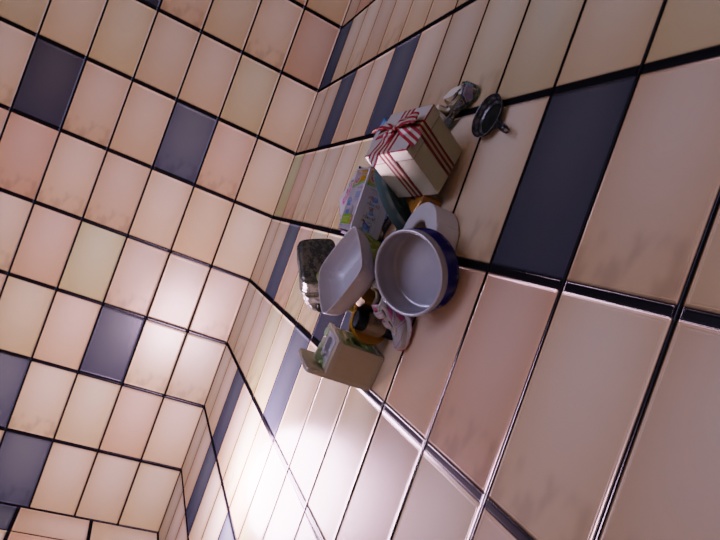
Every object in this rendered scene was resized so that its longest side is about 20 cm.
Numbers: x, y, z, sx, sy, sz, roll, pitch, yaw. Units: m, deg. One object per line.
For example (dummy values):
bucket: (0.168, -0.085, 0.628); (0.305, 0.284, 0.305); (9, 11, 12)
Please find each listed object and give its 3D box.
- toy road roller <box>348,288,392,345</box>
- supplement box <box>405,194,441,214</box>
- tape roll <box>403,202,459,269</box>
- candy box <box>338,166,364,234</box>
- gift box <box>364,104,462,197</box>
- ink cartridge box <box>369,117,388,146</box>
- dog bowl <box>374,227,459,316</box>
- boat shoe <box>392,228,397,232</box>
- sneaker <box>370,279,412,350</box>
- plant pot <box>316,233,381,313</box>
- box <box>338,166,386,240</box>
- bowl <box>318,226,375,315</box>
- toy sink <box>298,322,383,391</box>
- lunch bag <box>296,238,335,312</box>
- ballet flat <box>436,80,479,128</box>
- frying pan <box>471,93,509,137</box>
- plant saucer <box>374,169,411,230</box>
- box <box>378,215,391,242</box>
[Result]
toy road roller: (0.032, 0.105, 1.649); (0.146, 0.121, 0.204); (137, 147, -61)
supplement box: (0.167, -0.221, 1.684); (0.067, 0.068, 0.201); (-58, 22, 28)
tape roll: (0.167, -0.067, 1.533); (0.203, 0.070, 0.205); (-52, 26, 39)
candy box: (-0.008, -0.244, 2.137); (0.169, 0.070, 0.202); (-56, 25, 33)
gift box: (0.134, -0.306, 1.566); (0.183, 0.187, 0.202); (-4, 48, 46)
ink cartridge box: (0.097, -0.427, 2.044); (0.117, 0.066, 0.201); (-59, 23, 24)
dog bowl: (0.131, 0.002, 1.408); (0.197, 0.078, 0.205); (7, 101, 40)
boat shoe: (0.110, -0.049, 1.662); (0.202, 0.070, 0.071); (-88, 18, -54)
sneaker: (0.072, 0.106, 1.527); (0.081, 0.086, 0.204); (151, 108, -69)
plant pot: (0.000, 0.000, 1.762); (0.185, 0.199, 0.201); (-52, 24, 13)
box: (0.021, -0.207, 1.856); (0.112, 0.100, 0.204); (17, 88, 67)
bowl: (-0.031, 0.009, 1.594); (0.200, 0.074, 0.202); (-49, 32, 29)
toy sink: (-0.055, 0.227, 1.642); (0.114, 0.197, 0.130); (-65, 20, 9)
lunch bag: (-0.143, 0.014, 1.998); (0.169, 0.136, 0.203); (100, 163, -49)
ballet flat: (0.251, -0.458, 1.684); (0.200, 0.071, 0.073); (-46, 31, 48)
frying pan: (0.332, -0.377, 1.457); (0.189, 0.030, 0.117); (22, 92, 66)
plant saucer: (0.099, -0.200, 1.694); (0.027, 0.201, 0.202); (-23, 40, 20)
box: (0.076, -0.210, 1.929); (0.202, 0.045, 0.160); (-60, 23, 27)
